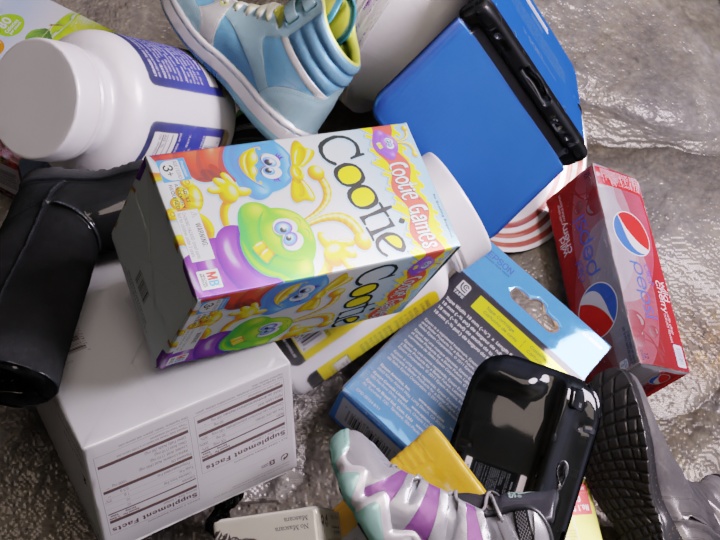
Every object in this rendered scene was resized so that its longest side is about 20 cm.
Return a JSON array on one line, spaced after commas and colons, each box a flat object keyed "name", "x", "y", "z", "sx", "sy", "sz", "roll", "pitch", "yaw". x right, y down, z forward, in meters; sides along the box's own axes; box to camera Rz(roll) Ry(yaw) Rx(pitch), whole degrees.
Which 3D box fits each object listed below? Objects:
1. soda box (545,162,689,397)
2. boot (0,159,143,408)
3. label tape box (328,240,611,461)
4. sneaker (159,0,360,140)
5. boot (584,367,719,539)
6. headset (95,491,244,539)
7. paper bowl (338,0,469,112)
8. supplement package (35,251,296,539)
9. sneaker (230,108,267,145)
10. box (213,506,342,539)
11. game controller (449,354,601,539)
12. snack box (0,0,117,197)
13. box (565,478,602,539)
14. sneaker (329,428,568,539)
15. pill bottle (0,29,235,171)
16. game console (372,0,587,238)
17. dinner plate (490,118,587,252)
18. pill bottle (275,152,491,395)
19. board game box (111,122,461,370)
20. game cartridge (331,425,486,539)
[{"name": "soda box", "x": 0.226, "y": 0.011, "z": 1.022, "sx": 0.063, "sy": 0.070, "sz": 0.203, "roll": 12, "pitch": 56, "yaw": -30}, {"name": "boot", "x": -0.194, "y": 0.005, "z": 0.794, "sx": 0.162, "sy": 0.066, "sz": 0.201, "roll": -3, "pitch": 36, "yaw": 11}, {"name": "label tape box", "x": 0.093, "y": 0.094, "z": 0.955, "sx": 0.144, "sy": 0.064, "sz": 0.200, "roll": 42, "pitch": 61, "yaw": 11}, {"name": "sneaker", "x": -0.075, "y": -0.212, "z": 0.971, "sx": 0.200, "sy": 0.131, "sz": 0.079, "roll": 48, "pitch": 22, "yaw": 10}, {"name": "boot", "x": 0.251, "y": 0.176, "z": 0.922, "sx": 0.130, "sy": 0.069, "sz": 0.203, "roll": -1, "pitch": 74, "yaw": -41}, {"name": "headset", "x": -0.156, "y": 0.230, "z": 0.806, "sx": 0.123, "sy": 0.095, "sz": 0.200, "roll": 40, "pitch": 44, "yaw": 12}, {"name": "paper bowl", "x": 0.047, "y": -0.232, "z": 1.056, "sx": 0.104, "sy": 0.201, "sz": 0.200, "roll": 41, "pitch": 60, "yaw": 13}, {"name": "supplement package", "x": -0.160, "y": 0.075, "z": 0.850, "sx": 0.154, "sy": 0.112, "sz": 0.200, "roll": -21, "pitch": 44, "yaw": -22}, {"name": "sneaker", "x": -0.047, "y": -0.065, "z": 1.026, "sx": 0.199, "sy": 0.077, "sz": 0.084, "roll": 41, "pitch": 82, "yaw": 13}, {"name": "box", "x": -0.048, "y": 0.269, "z": 0.784, "sx": 0.081, "sy": 0.068, "sz": 0.203, "roll": -11, "pitch": 74, "yaw": 9}, {"name": "game controller", "x": 0.109, "y": 0.168, "z": 0.858, "sx": 0.103, "sy": 0.042, "sz": 0.203, "roll": 17, "pitch": 82, "yaw": 17}, {"name": "snack box", "x": -0.341, "y": -0.179, "z": 1.023, "sx": 0.198, "sy": 0.068, "sz": 0.170, "roll": 25, "pitch": 59, "yaw": 5}, {"name": "box", "x": 0.159, "y": 0.266, "z": 0.877, "sx": 0.074, "sy": 0.050, "sz": 0.203, "roll": -1, "pitch": 60, "yaw": -12}, {"name": "sneaker", "x": 0.079, "y": 0.164, "z": 0.783, "sx": 0.139, "sy": 0.078, "sz": 0.201, "roll": -37, "pitch": 81, "yaw": 0}, {"name": "pill bottle", "x": -0.201, "y": -0.132, "z": 0.938, "sx": 0.120, "sy": 0.120, "sz": 0.199, "roll": 47, "pitch": 20, "yaw": 17}, {"name": "game console", "x": 0.106, "y": -0.161, "z": 1.004, "sx": 0.117, "sy": 0.200, "sz": 0.173, "roll": -20, "pitch": 46, "yaw": 26}, {"name": "dinner plate", "x": 0.132, "y": -0.118, "z": 1.069, "sx": 0.197, "sy": 0.024, "sz": 0.204, "roll": 2, "pitch": 86, "yaw": -29}, {"name": "pill bottle", "x": 0.000, "y": 0.000, "z": 0.925, "sx": 0.199, "sy": 0.114, "sz": 0.115, "roll": -34, "pitch": 69, "yaw": -2}, {"name": "board game box", "x": -0.051, "y": -0.020, "z": 0.775, "sx": 0.197, "sy": 0.103, "sz": 0.106, "roll": -12, "pitch": 68, "yaw": -32}, {"name": "game cartridge", "x": 0.030, "y": 0.243, "z": 0.823, "sx": 0.199, "sy": 0.032, "sz": 0.177, "roll": -41, "pitch": 72, "yaw": 3}]
